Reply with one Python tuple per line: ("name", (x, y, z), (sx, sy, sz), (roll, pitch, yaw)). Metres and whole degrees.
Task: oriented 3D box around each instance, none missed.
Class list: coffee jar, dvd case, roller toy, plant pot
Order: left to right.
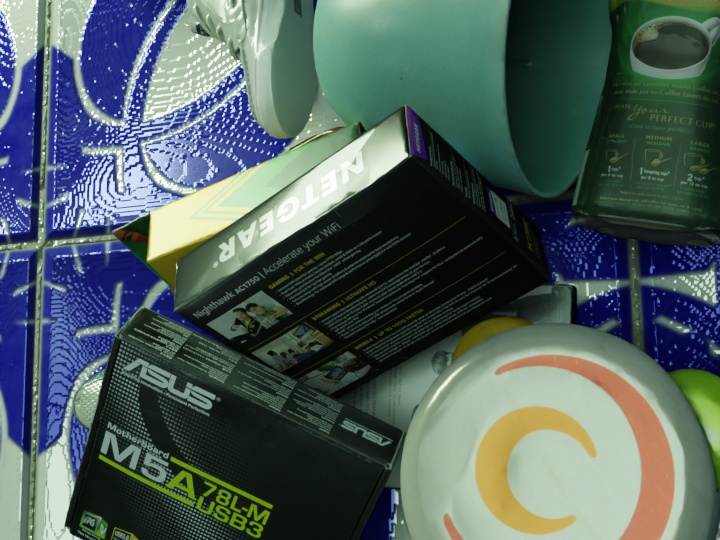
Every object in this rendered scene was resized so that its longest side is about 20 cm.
("dvd case", (0.055, 0.085, 0.805), (0.200, 0.025, 0.151), (0, 81, 21))
("plant pot", (0.066, -0.158, 0.756), (0.161, 0.200, 0.201), (10, 85, 30))
("roller toy", (0.125, 0.132, 0.686), (0.200, 0.140, 0.183), (19, 83, 24))
("coffee jar", (0.211, -0.121, 0.748), (0.104, 0.085, 0.200), (10, 86, 22))

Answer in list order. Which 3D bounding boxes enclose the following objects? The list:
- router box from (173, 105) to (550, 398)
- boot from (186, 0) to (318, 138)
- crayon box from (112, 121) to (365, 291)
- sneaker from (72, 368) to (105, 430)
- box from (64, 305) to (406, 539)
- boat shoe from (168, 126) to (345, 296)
("router box", (0.000, 0.000, 0.725), (0.200, 0.149, 0.051), (-31, 41, 26))
("boot", (-0.091, -0.193, 0.887), (0.095, 0.074, 0.200), (-8, 70, 25))
("crayon box", (-0.059, -0.013, 0.784), (0.200, 0.127, 0.051), (-21, 48, 18))
("sneaker", (-0.147, 0.095, 0.839), (0.200, 0.086, 0.078), (-4, 81, 27))
("box", (-0.093, 0.147, 0.763), (0.200, 0.048, 0.193), (26, 125, 4))
("boat shoe", (-0.076, -0.045, 0.850), (0.200, 0.068, 0.072), (-36, 71, 11))
